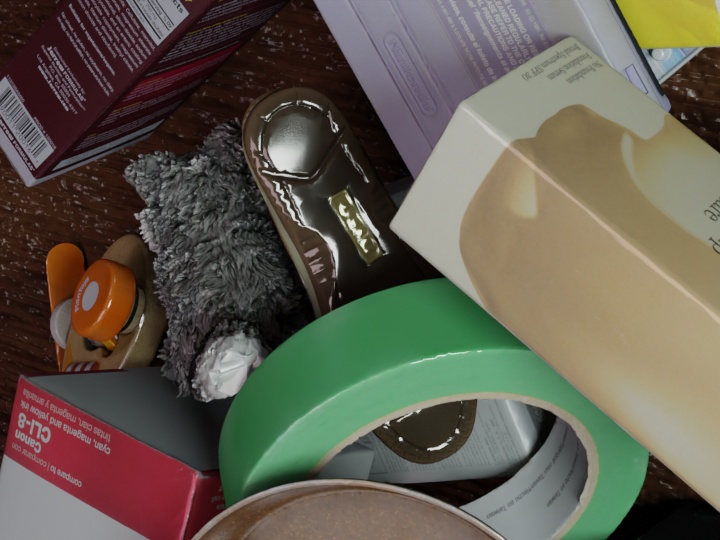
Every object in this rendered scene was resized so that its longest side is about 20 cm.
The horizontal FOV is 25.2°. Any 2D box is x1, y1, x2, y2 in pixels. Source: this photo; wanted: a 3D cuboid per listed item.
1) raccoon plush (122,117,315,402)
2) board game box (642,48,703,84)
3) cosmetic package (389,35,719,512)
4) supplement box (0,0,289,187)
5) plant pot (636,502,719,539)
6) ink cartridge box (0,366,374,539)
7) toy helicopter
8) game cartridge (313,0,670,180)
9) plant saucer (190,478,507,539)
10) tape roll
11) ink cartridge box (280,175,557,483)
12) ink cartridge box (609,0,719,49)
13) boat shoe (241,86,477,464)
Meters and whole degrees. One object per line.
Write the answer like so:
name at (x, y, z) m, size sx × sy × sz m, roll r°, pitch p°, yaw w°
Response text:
raccoon plush at (-0.067, -0.012, 0.826) m, size 0.200 × 0.096 × 0.135 m, roll 167°, pitch 85°, yaw -76°
board game box at (0.085, -0.172, 0.759) m, size 0.201 × 0.026 × 0.200 m, roll 53°, pitch 129°, yaw 4°
cosmetic package at (0.122, 0.004, 0.639) m, size 0.200 × 0.105 × 0.071 m, roll 40°, pitch 129°, yaw 12°
supplement box at (-0.109, -0.131, 0.861) m, size 0.200 × 0.109 × 0.061 m, roll -36°, pitch 87°, yaw 39°
plant pot at (0.182, 0.227, 0.768) m, size 0.198 × 0.199 × 0.179 m, roll 16°, pitch 106°, yaw 29°
ink cartridge box at (-0.108, 0.170, 0.870) m, size 0.144 × 0.145 × 0.202 m, roll 21°, pitch 102°, yaw 35°
toy helicopter at (-0.176, 0.069, 0.990) m, size 0.201 × 0.078 × 0.132 m, roll -62°, pitch 36°, yaw 9°
game cartridge at (0.054, -0.105, 0.722) m, size 0.129 × 0.038 × 0.201 m, roll -23°, pitch 100°, yaw 37°
plant saucer at (0.007, 0.174, 0.714) m, size 0.198 × 0.035 × 0.202 m, roll 6°, pitch 114°, yaw 13°
tape roll at (0.035, 0.091, 0.756) m, size 0.048 × 0.199 × 0.201 m, roll -107°, pitch 35°, yaw -45°
ink cartridge box at (0.018, 0.037, 0.898) m, size 0.199 × 0.047 × 0.161 m, roll -14°, pitch 102°, yaw 55°
ink cartridge box at (0.084, -0.195, 0.705) m, size 0.198 × 0.047 × 0.199 m, roll 1°, pitch 111°, yaw 32°
boat shoe at (0.000, 0.000, 0.813) m, size 0.076 × 0.071 × 0.201 m, roll -162°, pitch 49°, yaw -77°
